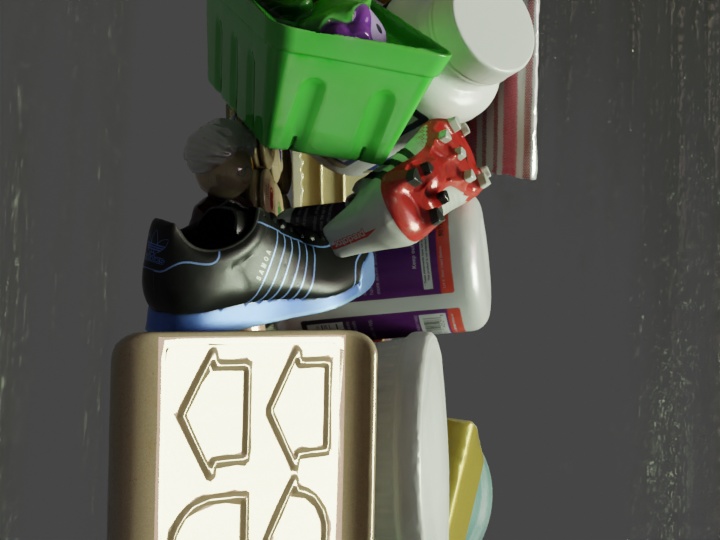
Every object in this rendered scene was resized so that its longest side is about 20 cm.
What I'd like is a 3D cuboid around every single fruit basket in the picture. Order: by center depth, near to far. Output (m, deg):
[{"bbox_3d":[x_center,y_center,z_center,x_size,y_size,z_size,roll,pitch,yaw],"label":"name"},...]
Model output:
[{"bbox_3d":[-0.034,-0.198,0.965,0.215,0.155,0.216,-173,-90,-66],"label":"fruit basket"}]

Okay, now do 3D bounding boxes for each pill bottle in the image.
[{"bbox_3d":[0.040,-0.156,1.092,0.200,0.111,0.111,-24,-126,49],"label":"pill bottle"},{"bbox_3d":[0.000,0.000,1.098,0.112,0.199,0.113,-5,90,-81],"label":"pill bottle"}]

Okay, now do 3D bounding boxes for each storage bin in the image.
[{"bbox_3d":[-0.017,-0.121,1.310,0.200,0.093,0.199,-93,-178,-77],"label":"storage bin"}]

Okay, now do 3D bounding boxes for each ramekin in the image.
[{"bbox_3d":[0.012,0.147,1.051,0.202,0.094,0.203,-2,90,-82],"label":"ramekin"}]

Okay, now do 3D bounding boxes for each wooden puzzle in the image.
[{"bbox_3d":[-0.078,0.131,0.893,0.200,0.046,0.186,2,89,-41],"label":"wooden puzzle"}]

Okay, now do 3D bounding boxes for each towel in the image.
[{"bbox_3d":[0.088,-0.159,1.156,0.200,0.030,0.147,19,-67,57],"label":"towel"}]

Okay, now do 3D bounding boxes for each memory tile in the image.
[{"bbox_3d":[-0.077,-0.125,1.212,0.153,0.017,0.201,61,27,-79],"label":"memory tile"}]

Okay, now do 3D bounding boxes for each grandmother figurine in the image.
[{"bbox_3d":[-0.096,-0.009,0.990,0.121,0.060,0.201,-47,139,-70],"label":"grandmother figurine"}]

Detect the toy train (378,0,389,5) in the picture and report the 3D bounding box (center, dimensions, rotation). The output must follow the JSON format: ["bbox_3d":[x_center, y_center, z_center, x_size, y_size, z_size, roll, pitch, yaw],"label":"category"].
[{"bbox_3d":[0.052,-0.248,1.282,0.085,0.200,0.116,-51,-163,39],"label":"toy train"}]

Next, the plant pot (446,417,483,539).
[{"bbox_3d":[0.006,0.247,1.324,0.196,0.194,0.201,69,29,-70],"label":"plant pot"}]

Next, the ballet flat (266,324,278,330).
[{"bbox_3d":[-0.058,0.043,1.250,0.200,0.064,0.076,-71,173,-66],"label":"ballet flat"}]

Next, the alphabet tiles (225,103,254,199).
[{"bbox_3d":[-0.096,-0.057,1.173,0.200,0.006,0.167,-37,127,-80],"label":"alphabet tiles"}]

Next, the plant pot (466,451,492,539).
[{"bbox_3d":[0.025,0.241,1.515,0.134,0.200,0.201,31,57,-52],"label":"plant pot"}]

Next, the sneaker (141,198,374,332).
[{"bbox_3d":[-0.062,-0.011,0.937,0.200,0.070,0.078,-16,114,-47],"label":"sneaker"}]

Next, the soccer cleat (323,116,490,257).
[{"bbox_3d":[0.035,-0.059,0.998,0.069,0.085,0.200,62,24,-10],"label":"soccer cleat"}]

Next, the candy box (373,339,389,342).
[{"bbox_3d":[0.000,0.064,1.254,0.200,0.056,0.117,-80,174,-69],"label":"candy box"}]
